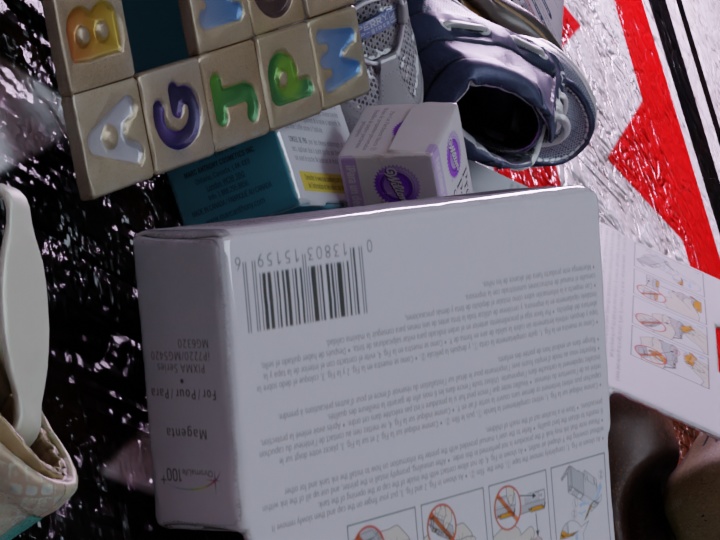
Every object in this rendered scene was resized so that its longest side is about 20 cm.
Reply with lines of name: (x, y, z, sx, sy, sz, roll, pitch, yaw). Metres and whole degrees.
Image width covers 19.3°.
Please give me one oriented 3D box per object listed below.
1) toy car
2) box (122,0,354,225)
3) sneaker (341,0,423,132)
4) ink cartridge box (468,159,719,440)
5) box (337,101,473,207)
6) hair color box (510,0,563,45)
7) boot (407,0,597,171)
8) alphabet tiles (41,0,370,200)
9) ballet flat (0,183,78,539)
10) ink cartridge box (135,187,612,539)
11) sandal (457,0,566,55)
toy car: (0.175, 0.099, 1.018, 0.164, 0.199, 0.159, 21, 51, -66)
box: (-0.060, -0.111, 0.806, 0.082, 0.049, 0.201, -2, 73, -71)
sneaker: (-0.011, -0.140, 0.875, 0.075, 0.082, 0.201, -37, 120, -34)
ink cartridge box: (0.107, 0.029, 0.973, 0.173, 0.044, 0.200, 26, 22, -2)
box: (0.031, 0.030, 0.843, 0.042, 0.038, 0.201, -63, 148, -53)
hair color box: (0.074, -0.177, 1.244, 0.100, 0.060, 0.200, 61, 20, -25)
boot: (0.070, -0.074, 1.022, 0.200, 0.073, 0.090, 20, 24, -50)
alphabet tiles: (-0.059, -0.141, 0.710, 0.167, 0.008, 0.201, -27, 111, -53)
ballet flat: (-0.115, -0.025, 0.536, 0.067, 0.062, 0.201, 8, 63, -70)
ink cartridge box: (0.015, 0.065, 0.720, 0.199, 0.043, 0.175, -8, 96, -49)
sandal: (0.045, -0.119, 1.080, 0.200, 0.081, 0.055, 50, 44, -47)
